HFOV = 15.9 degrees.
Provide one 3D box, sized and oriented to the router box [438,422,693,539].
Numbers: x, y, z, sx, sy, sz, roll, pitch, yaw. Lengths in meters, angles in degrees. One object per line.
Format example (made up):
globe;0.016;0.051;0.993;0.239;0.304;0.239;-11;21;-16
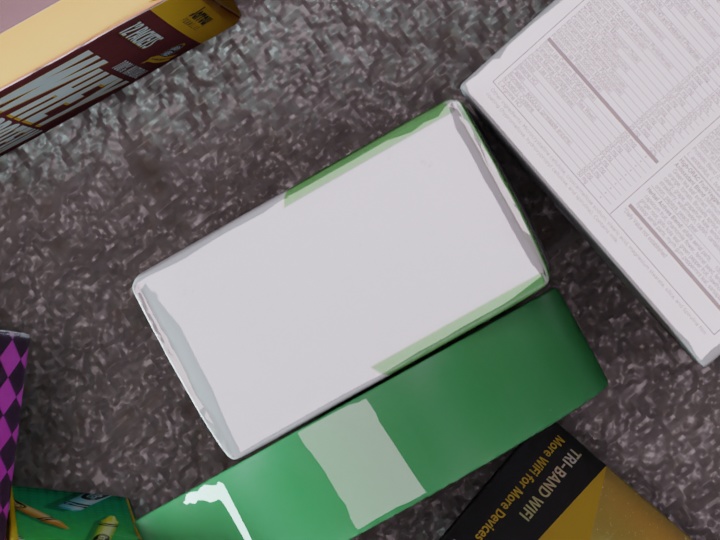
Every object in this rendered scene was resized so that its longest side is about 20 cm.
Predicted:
router box;0.078;0.179;1.070;0.157;0.052;0.200;40;50;4

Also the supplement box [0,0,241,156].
supplement box;-0.189;-0.156;1.122;0.197;0.133;0.201;-28;86;5

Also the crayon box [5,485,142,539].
crayon box;-0.123;0.171;1.067;0.058;0.200;0.119;7;98;-11

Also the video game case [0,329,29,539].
video game case;-0.224;0.115;1.123;0.181;0.036;0.201;6;89;41

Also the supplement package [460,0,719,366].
supplement package;0.167;-0.082;1.074;0.200;0.152;0.151;-42;86;4

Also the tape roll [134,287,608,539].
tape roll;0.004;0.075;1.064;0.200;0.200;0.048;-30;88;5

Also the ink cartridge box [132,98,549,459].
ink cartridge box;0.000;0.000;1.068;0.146;0.200;0.085;-29;89;5
